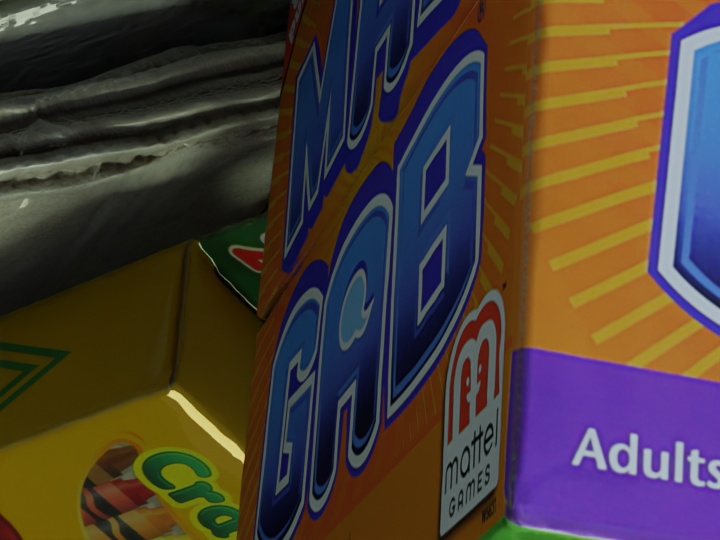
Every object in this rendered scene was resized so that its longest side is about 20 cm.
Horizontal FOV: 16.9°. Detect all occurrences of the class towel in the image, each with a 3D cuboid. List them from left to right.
[{"bbox_3d":[-0.094,-0.007,0.661,0.132,0.035,0.200,-14,165,-31],"label":"towel"}]

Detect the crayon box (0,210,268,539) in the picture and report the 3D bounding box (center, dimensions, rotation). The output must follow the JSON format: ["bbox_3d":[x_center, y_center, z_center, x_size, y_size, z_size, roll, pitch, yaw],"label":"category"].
[{"bbox_3d":[-0.065,0.064,0.648,0.199,0.051,0.127,-22,133,27],"label":"crayon box"}]

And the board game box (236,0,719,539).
[{"bbox_3d":[0.096,-0.004,0.483,0.199,0.201,0.200,10,157,-12],"label":"board game box"}]

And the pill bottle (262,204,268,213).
[{"bbox_3d":[0.032,-0.008,0.691,0.114,0.115,0.200,-17,166,-24],"label":"pill bottle"}]
